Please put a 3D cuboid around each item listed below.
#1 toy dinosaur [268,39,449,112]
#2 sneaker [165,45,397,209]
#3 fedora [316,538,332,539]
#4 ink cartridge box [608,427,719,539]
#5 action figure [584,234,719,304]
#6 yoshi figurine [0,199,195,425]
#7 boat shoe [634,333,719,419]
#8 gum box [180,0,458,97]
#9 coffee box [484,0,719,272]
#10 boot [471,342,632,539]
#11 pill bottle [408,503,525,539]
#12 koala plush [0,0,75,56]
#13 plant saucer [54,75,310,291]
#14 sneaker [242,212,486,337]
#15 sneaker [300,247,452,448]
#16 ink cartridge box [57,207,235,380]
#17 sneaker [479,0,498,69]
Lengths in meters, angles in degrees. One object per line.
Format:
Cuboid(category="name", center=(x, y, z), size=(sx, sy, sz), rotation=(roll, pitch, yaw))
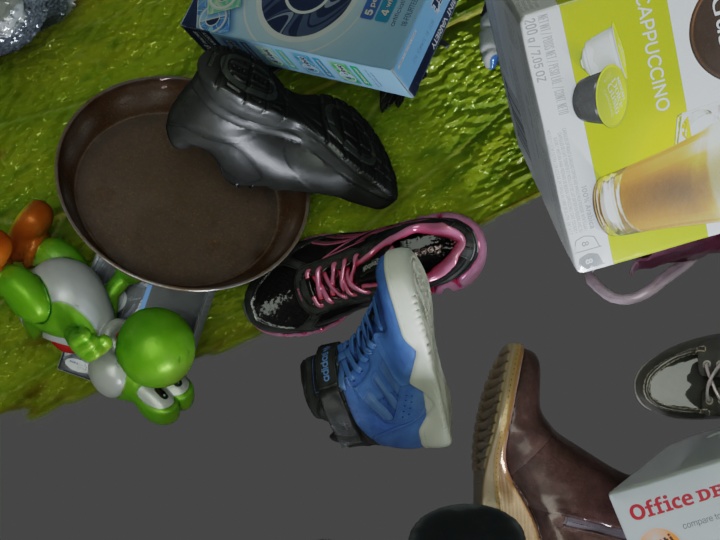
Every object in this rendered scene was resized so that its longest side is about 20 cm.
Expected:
Cuboid(category="toy dinosaur", center=(-0.006, -0.208, 1.326), size=(0.200, 0.102, 0.136), rotation=(-46, 69, 23))
Cuboid(category="sneaker", center=(-0.060, -0.096, 1.301), size=(0.200, 0.076, 0.091), rotation=(29, 125, -26))
Cuboid(category="fedora", center=(-0.041, 0.272, 1.288), size=(0.177, 0.090, 0.200), rotation=(21, 130, 10))
Cuboid(category="ink cartridge box", center=(0.304, 0.213, 1.241), size=(0.145, 0.145, 0.200), rotation=(-25, 86, 37))
Cuboid(category="action figure", center=(0.290, -0.036, 1.293), size=(0.200, 0.134, 0.149), rotation=(-4, 124, -20))
Cuboid(category="yoshi figurine", center=(-0.198, 0.029, 1.287), size=(0.200, 0.112, 0.112), rotation=(42, 86, 1))
Cuboid(category="boat shoe", center=(0.315, 0.080, 1.311), size=(0.200, 0.057, 0.067), rotation=(-4, 88, 4))
Cuboid(category="gum box", center=(-0.016, -0.231, 1.278), size=(0.200, 0.045, 0.170), rotation=(17, 75, 33))
Cuboid(category="coffee box", center=(0.205, -0.153, 1.183), size=(0.198, 0.200, 0.200), rotation=(-16, 120, 1))
Cuboid(category="boot", center=(0.173, 0.162, 1.326), size=(0.166, 0.072, 0.200), rotation=(6, 88, -8))
Cuboid(category="pill bottle", center=(0.082, 0.279, 1.255), size=(0.112, 0.112, 0.200), rotation=(-1, 118, 4))
Cuboid(category="koala plush", center=(-0.333, -0.217, 1.314), size=(0.200, 0.177, 0.184), rotation=(8, 101, 3))
Cuboid(category="plant saucer", center=(-0.140, -0.062, 1.314), size=(0.200, 0.034, 0.200), rotation=(9, 56, -13))
Cuboid(category="sneaker", center=(0.000, 0.000, 1.316), size=(0.200, 0.095, 0.079), rotation=(-19, 89, 5))
Cuboid(category="sneaker", center=(0.004, 0.067, 1.281), size=(0.111, 0.200, 0.077), rotation=(-6, 48, 7))
Cuboid(category="ink cartridge box", center=(-0.164, 0.001, 1.354), size=(0.099, 0.039, 0.200), rotation=(18, 89, 5))
Cuboid(category="sneaker", center=(0.192, -0.184, 1.323), size=(0.200, 0.081, 0.147), rotation=(19, 103, -4))
